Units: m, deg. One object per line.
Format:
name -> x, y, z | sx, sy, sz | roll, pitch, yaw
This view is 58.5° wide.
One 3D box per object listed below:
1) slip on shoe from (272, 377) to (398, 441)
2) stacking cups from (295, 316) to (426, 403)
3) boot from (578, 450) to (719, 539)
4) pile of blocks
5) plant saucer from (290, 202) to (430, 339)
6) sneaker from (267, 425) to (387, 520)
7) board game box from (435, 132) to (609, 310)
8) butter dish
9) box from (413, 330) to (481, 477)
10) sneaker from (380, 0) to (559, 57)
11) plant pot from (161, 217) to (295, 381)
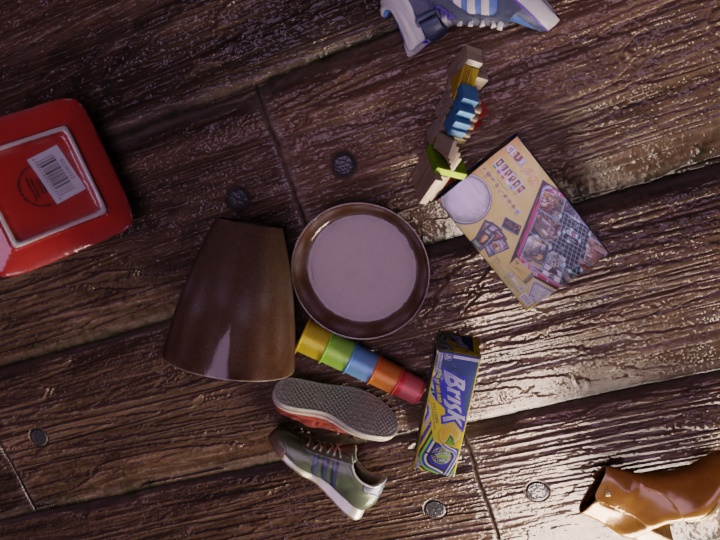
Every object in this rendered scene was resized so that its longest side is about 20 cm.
slip on shoe -> -0.039, 0.217, 0.991 | 0.199, 0.074, 0.061 | 15, 144, -1
stacking cups -> 0.003, 0.135, 0.956 | 0.199, 0.061, 0.061 | 24, 110, 0
boot -> 0.422, 0.313, 0.930 | 0.144, 0.071, 0.202 | 26, 115, -2
pile of blocks -> 0.130, -0.177, 0.821 | 0.062, 0.082, 0.201 | 8, 115, -24
plant saucer -> 0.000, 0.000, 0.921 | 0.199, 0.032, 0.201 | 2, 105, 7
sneaker -> -0.044, 0.297, 1.016 | 0.200, 0.067, 0.090 | 43, 102, -5
board game box -> 0.217, -0.063, 0.865 | 0.135, 0.035, 0.200 | -37, 98, 19
butter dish -> -0.458, -0.115, 0.917 | 0.199, 0.148, 0.201 | -27, 103, -24
box -> 0.126, 0.196, 0.945 | 0.064, 0.070, 0.201 | 9, 109, 5
sneaker -> 0.121, -0.312, 0.787 | 0.200, 0.081, 0.147 | 33, 122, -8
plant pot -> -0.170, 0.031, 0.904 | 0.186, 0.187, 0.201 | 10, 95, 7
